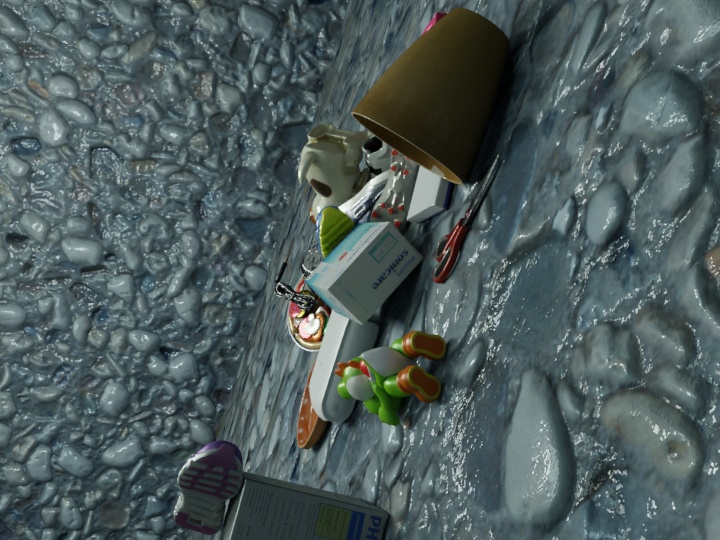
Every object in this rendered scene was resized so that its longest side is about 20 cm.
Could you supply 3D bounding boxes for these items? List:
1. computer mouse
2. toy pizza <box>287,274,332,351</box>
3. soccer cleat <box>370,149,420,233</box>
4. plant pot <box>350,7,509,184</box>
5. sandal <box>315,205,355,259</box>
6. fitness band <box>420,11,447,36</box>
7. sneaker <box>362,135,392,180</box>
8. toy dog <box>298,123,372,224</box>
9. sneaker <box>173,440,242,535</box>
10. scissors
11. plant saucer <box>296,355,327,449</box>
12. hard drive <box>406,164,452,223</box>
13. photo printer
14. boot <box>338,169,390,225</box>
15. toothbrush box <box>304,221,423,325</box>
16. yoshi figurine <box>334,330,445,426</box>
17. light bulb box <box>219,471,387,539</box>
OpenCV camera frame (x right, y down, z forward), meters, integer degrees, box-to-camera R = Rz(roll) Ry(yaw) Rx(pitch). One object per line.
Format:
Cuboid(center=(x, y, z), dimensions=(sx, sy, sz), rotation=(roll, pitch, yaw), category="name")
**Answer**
Cuboid(center=(-0.097, -0.020, 1.529), dimensions=(0.140, 0.046, 0.201), rotation=(16, 84, 45), category="computer mouse")
Cuboid(center=(-0.077, 0.062, 1.516), dimensions=(0.199, 0.032, 0.201), rotation=(-19, 58, 33), category="toy pizza")
Cuboid(center=(0.070, -0.137, 1.340), dimensions=(0.078, 0.069, 0.201), rotation=(-38, -32, -56), category="soccer cleat")
Cuboid(center=(0.116, -0.253, 1.065), dimensions=(0.201, 0.186, 0.186), rotation=(-58, 14, 4), category="plant pot")
Cuboid(center=(-0.042, -0.035, 1.413), dimensions=(0.087, 0.079, 0.201), rotation=(42, 155, 49), category="sandal")
Cuboid(center=(0.129, -0.403, 1.458), dimensions=(0.144, 0.037, 0.201), rotation=(125, 159, -56), category="fitness band")
Cuboid(center=(0.039, -0.225, 1.510), dimensions=(0.200, 0.088, 0.074), rotation=(123, 158, -57), category="sneaker")
Cuboid(center=(-0.049, -0.176, 1.579), dimensions=(0.194, 0.139, 0.201), rotation=(-52, -35, -50), category="toy dog")
Cuboid(center=(-0.202, 0.277, 1.040), dimensions=(0.089, 0.080, 0.201), rotation=(-74, 7, -46), category="sneaker")
Cuboid(center=(0.143, -0.062, 1.029), dimensions=(0.200, 0.014, 0.073), rotation=(120, 164, -44), category="scissors")
Cuboid(center=(-0.085, 0.263, 1.553), dimensions=(0.200, 0.032, 0.202), rotation=(-164, 90, -78), category="plant saucer")
Cuboid(center=(0.126, -0.183, 1.216), dimensions=(0.132, 0.025, 0.201), rotation=(156, 129, -74), category="hard drive")
Cuboid(center=(-0.036, 0.167, 1.374), dimensions=(0.166, 0.069, 0.201), rotation=(-140, 67, -76), category="photo printer")
Cuboid(center=(0.034, -0.117, 1.471), dimensions=(0.200, 0.072, 0.091), rotation=(-36, 74, 46), category="boot")
Cuboid(center=(0.000, 0.000, 1.265), dimensions=(0.146, 0.085, 0.200), rotation=(-47, 14, -7), category="toothbrush box")
Cuboid(center=(0.048, 0.150, 1.047), dimensions=(0.200, 0.112, 0.113), rotation=(-27, 87, 54), category="yoshi figurine")
Cuboid(center=(-0.092, 0.393, 1.033), dimensions=(0.125, 0.199, 0.199), rotation=(150, 136, -74), category="light bulb box")
